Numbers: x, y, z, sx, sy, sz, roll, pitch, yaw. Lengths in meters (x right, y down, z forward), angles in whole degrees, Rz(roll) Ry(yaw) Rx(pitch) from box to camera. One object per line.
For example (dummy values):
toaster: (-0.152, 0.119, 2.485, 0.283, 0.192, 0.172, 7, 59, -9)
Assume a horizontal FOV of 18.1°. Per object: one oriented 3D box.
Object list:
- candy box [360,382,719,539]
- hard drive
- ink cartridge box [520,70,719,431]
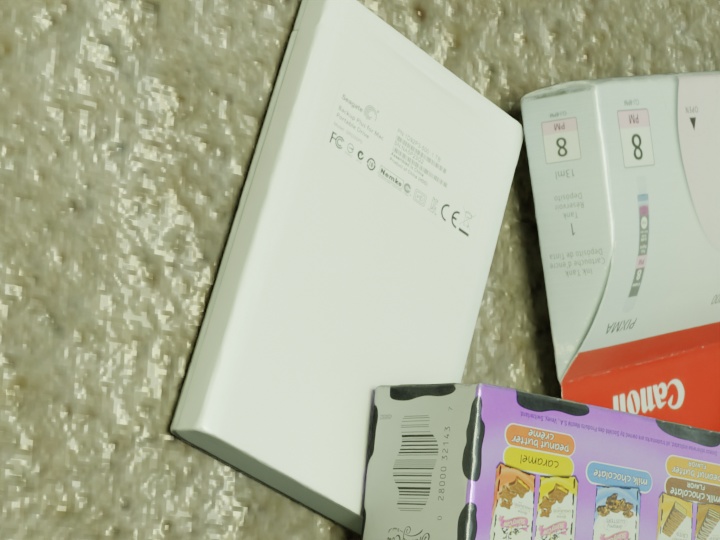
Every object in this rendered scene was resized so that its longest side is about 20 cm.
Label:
candy box: (0.079, 0.158, 0.942, 0.167, 0.071, 0.202, 14, 77, -38)
hard drive: (0.000, 0.000, 0.959, 0.132, 0.026, 0.201, 33, 64, -37)
ink cartridge box: (0.148, 0.008, 1.072, 0.162, 0.057, 0.202, -9, 89, -52)
